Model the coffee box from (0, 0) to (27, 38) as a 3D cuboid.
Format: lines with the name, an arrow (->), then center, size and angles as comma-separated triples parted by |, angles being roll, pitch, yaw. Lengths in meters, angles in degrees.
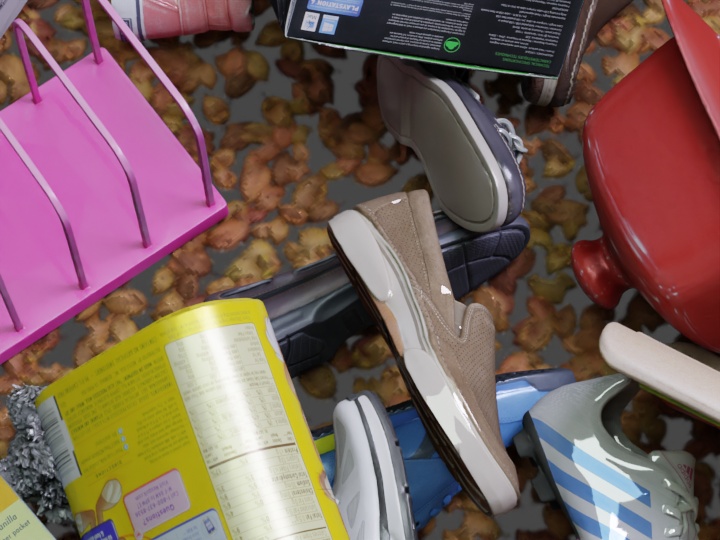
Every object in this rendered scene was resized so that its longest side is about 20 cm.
coffee box -> -0.279, -0.278, 1.788 | 0.198, 0.200, 0.200 | 40, 103, 20

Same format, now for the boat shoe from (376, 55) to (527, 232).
boat shoe -> 0.066, -0.084, 1.744 | 0.063, 0.073, 0.200 | -6, 27, -17

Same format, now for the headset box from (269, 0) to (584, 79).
headset box -> 0.026, -0.209, 1.760 | 0.174, 0.093, 0.200 | 7, 30, -19

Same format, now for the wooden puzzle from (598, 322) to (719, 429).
wooden puzzle -> 0.225, 0.086, 1.630 | 0.185, 0.200, 0.037 | 26, 94, 16

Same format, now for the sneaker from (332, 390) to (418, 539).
sneaker -> -0.024, 0.163, 1.600 | 0.115, 0.076, 0.201 | -9, 64, 1

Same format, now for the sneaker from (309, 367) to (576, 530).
sneaker -> 0.035, 0.111, 1.698 | 0.200, 0.066, 0.079 | -19, 90, -12

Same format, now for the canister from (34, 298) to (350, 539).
canister -> -0.076, 0.131, 1.519 | 0.148, 0.086, 0.200 | -30, 75, 36

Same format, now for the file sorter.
file sorter -> -0.202, -0.056, 1.752 | 0.200, 0.126, 0.139 | -34, 67, -12

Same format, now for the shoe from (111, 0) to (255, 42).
shoe -> -0.108, -0.237, 1.869 | 0.091, 0.072, 0.201 | -2, 69, 1

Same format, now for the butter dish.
butter dish -> 0.189, -0.028, 1.703 | 0.148, 0.200, 0.200 | -28, 62, 16

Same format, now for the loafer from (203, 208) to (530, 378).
loafer -> 0.000, 0.000, 1.745 | 0.200, 0.072, 0.063 | -27, 61, -6

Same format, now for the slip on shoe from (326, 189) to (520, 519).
slip on shoe -> 0.048, 0.042, 1.647 | 0.060, 0.076, 0.200 | -25, 59, -6

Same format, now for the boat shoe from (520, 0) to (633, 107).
boat shoe -> 0.150, -0.188, 1.826 | 0.075, 0.075, 0.203 | 14, 67, -1

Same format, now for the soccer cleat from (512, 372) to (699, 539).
soccer cleat -> 0.158, 0.149, 1.640 | 0.086, 0.070, 0.200 | -27, 77, 9

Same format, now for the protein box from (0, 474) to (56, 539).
protein box -> -0.248, 0.164, 1.605 | 0.135, 0.200, 0.199 | -38, 68, -14

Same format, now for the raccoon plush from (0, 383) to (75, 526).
raccoon plush -> -0.126, 0.085, 1.646 | 0.134, 0.200, 0.097 | 17, 53, -9
